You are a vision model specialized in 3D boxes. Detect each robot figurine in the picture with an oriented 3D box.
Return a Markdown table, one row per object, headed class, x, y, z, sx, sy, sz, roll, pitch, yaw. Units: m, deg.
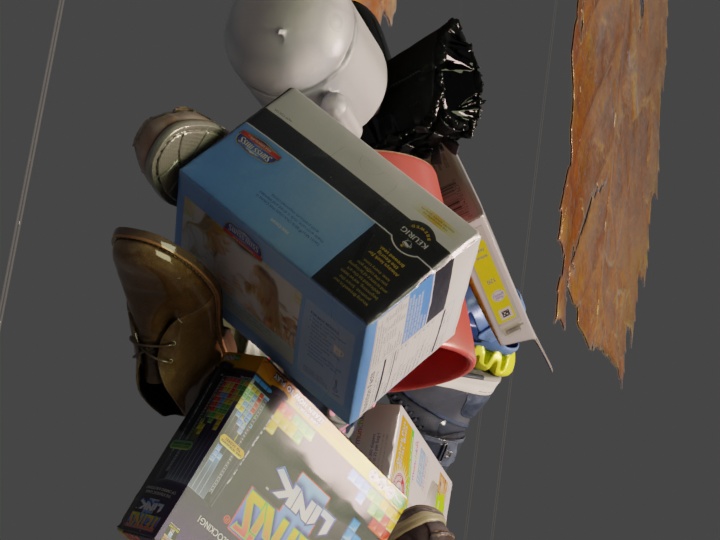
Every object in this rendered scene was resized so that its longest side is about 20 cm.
| class | x | y | z | sx | sy | sz | roll | pitch | yaw |
| --- | --- | --- | --- | --- | --- | --- | --- | --- | --- |
| robot figurine | -0.046 | -0.182 | 1.678 | 0.170 | 0.112 | 0.200 | 57 | 3 | 28 |

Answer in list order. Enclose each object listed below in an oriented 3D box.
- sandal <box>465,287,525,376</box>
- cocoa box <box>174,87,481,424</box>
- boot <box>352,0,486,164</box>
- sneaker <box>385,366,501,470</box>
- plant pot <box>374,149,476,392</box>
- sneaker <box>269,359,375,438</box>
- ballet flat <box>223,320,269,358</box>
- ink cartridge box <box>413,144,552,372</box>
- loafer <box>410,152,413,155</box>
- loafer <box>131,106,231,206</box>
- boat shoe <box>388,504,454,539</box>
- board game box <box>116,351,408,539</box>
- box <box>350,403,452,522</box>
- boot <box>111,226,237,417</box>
| class | x | y | z | sx | sy | sz | roll | pitch | yaw |
| --- | --- | --- | --- | --- | --- | --- | --- | --- | --- |
| sandal | 0.090 | 0.042 | 1.993 | 0.199 | 0.080 | 0.088 | 12 | 118 | -39 |
| cocoa box | -0.031 | -0.012 | 1.513 | 0.131 | 0.200 | 0.134 | -38 | 156 | -31 |
| boot | 0.034 | -0.181 | 1.795 | 0.073 | 0.162 | 0.200 | 17 | 61 | -37 |
| sneaker | 0.037 | 0.144 | 2.006 | 0.201 | 0.077 | 0.147 | 17 | 110 | -38 |
| plant pot | 0.000 | 0.000 | 1.745 | 0.200 | 0.198 | 0.179 | 39 | 47 | -66 |
| sneaker | -0.017 | 0.114 | 1.677 | 0.200 | 0.081 | 0.071 | 33 | 53 | -73 |
| ballet flat | -0.103 | 0.026 | 1.627 | 0.069 | 0.069 | 0.202 | 12 | 82 | -70 |
| ink cartridge box | 0.109 | -0.022 | 1.902 | 0.198 | 0.047 | 0.201 | -112 | 180 | -55 |
| loafer | 0.022 | -0.085 | 1.948 | 0.070 | 0.067 | 0.203 | -5 | 101 | -79 |
| loafer | -0.131 | -0.091 | 1.548 | 0.072 | 0.063 | 0.200 | -55 | 159 | 8 |
| boat shoe | 0.007 | 0.298 | 1.801 | 0.074 | 0.200 | 0.074 | 30 | 19 | -54 |
| board game box | -0.071 | 0.188 | 1.542 | 0.200 | 0.056 | 0.166 | 46 | 63 | -33 |
| box | 0.009 | 0.213 | 1.900 | 0.200 | 0.100 | 0.114 | 59 | 38 | -57 |
| boot | -0.146 | 0.043 | 1.497 | 0.076 | 0.073 | 0.201 | -64 | 154 | -28 |
